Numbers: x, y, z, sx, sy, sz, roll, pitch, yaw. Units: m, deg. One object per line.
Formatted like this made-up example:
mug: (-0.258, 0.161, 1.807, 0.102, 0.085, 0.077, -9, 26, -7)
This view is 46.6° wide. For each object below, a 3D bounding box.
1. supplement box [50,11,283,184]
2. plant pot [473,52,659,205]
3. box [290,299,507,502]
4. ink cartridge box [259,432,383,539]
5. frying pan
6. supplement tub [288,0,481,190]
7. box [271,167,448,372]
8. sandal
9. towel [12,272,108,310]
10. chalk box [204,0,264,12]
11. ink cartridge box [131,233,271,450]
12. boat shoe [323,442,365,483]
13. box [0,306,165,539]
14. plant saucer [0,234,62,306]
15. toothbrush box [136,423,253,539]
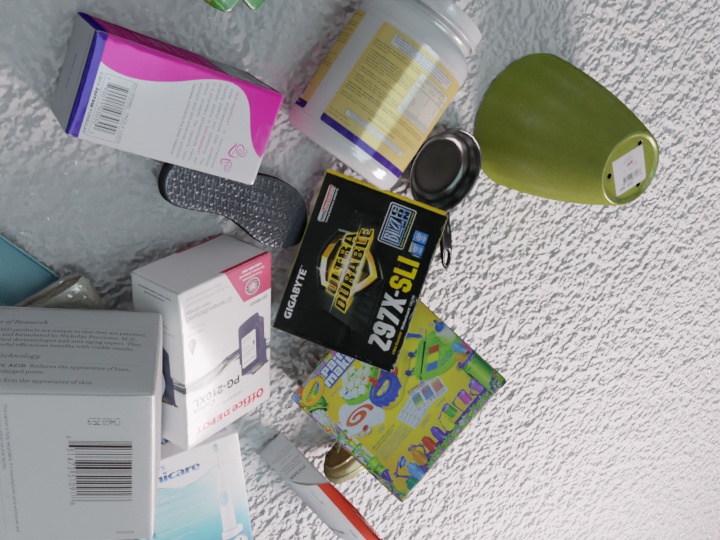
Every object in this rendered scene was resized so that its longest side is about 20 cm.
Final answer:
supplement box: (-0.193, -0.170, 0.843, 0.198, 0.103, 0.102, 13, 107, -35)
plant pot: (0.279, -0.163, 1.076, 0.185, 0.200, 0.190, -14, 121, -25)
box: (0.048, 0.149, 1.087, 0.192, 0.122, 0.200, 42, 90, 3)
ink cartridge box: (-0.039, 0.323, 1.133, 0.057, 0.200, 0.163, -40, 128, -9)
frying pan: (0.122, -0.105, 1.117, 0.114, 0.031, 0.191, -36, 131, -10)
supplement tub: (0.029, -0.209, 0.932, 0.145, 0.145, 0.201, 31, 96, -39)
box: (0.000, 0.000, 1.007, 0.158, 0.049, 0.203, 20, 92, 1)
sandal: (-0.140, -0.086, 0.959, 0.199, 0.043, 0.077, 24, 93, -39)
towel: (-0.351, 0.098, 0.912, 0.198, 0.035, 0.133, -31, 131, -3)
chalk box: (-0.139, -0.332, 0.778, 0.125, 0.124, 0.200, -48, 129, 0)
ink cartridge box: (-0.178, 0.080, 0.965, 0.144, 0.084, 0.203, -28, 130, -47)
boat shoe: (0.014, 0.216, 1.199, 0.200, 0.073, 0.063, -45, 124, -17)
box: (-0.302, 0.155, 0.844, 0.197, 0.131, 0.201, 3, 122, -11)
plant saucer: (-0.343, 0.036, 0.912, 0.070, 0.019, 0.200, -47, 130, -2)
toothbrush box: (-0.225, 0.285, 1.071, 0.145, 0.085, 0.203, -17, 123, -22)
